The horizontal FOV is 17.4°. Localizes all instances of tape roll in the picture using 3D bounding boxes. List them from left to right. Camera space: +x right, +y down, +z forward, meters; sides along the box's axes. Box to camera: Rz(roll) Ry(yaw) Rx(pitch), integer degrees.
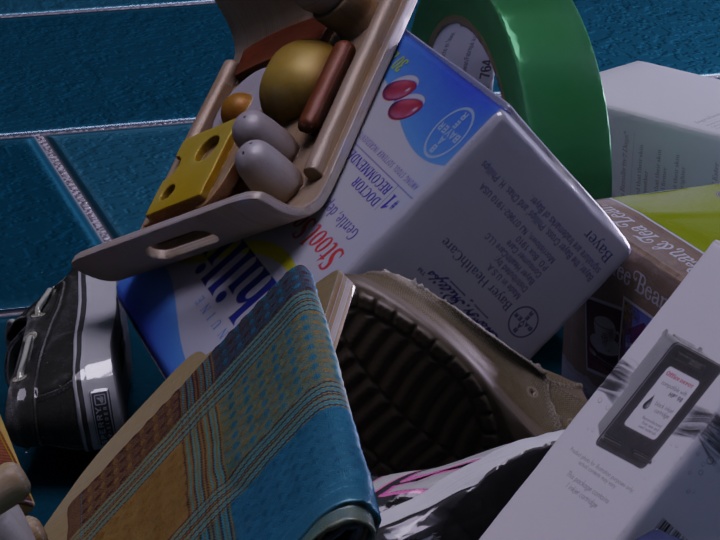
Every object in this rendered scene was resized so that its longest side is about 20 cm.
[{"bbox_3d":[0.079,-0.070,1.317,0.048,0.202,0.200,-6,22,-18],"label":"tape roll"}]

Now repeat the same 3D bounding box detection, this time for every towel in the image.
[{"bbox_3d":[-0.055,0.089,0.844,0.022,0.147,0.200,40,13,-20],"label":"towel"}]

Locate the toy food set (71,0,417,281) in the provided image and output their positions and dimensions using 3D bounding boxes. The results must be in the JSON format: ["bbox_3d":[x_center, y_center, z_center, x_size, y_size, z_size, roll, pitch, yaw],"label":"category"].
[{"bbox_3d":[-0.059,-0.088,1.153,0.143,0.060,0.201,-18,38,44],"label":"toy food set"}]

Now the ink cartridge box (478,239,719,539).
[{"bbox_3d":[0.150,0.074,0.912,0.200,0.116,0.067,-51,33,-5],"label":"ink cartridge box"}]

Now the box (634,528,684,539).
[{"bbox_3d":[0.108,0.194,0.735,0.199,0.124,0.198,19,28,40],"label":"box"}]

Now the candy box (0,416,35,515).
[{"bbox_3d":[-0.231,0.032,1.054,0.116,0.056,0.201,22,35,-50],"label":"candy box"}]

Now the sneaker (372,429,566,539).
[{"bbox_3d":[0.021,0.104,0.943,0.199,0.081,0.086,-13,21,-28],"label":"sneaker"}]

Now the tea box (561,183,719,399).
[{"bbox_3d":[0.221,0.046,1.110,0.195,0.135,0.200,-6,21,-20],"label":"tea box"}]

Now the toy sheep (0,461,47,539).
[{"bbox_3d":[-0.173,0.120,0.848,0.137,0.139,0.200,-5,6,-16],"label":"toy sheep"}]

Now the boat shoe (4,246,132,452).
[{"bbox_3d":[-0.152,0.037,1.208,0.063,0.071,0.200,-7,17,-2],"label":"boat shoe"}]

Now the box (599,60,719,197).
[{"bbox_3d":[0.204,-0.033,1.333,0.199,0.125,0.097,20,27,40],"label":"box"}]

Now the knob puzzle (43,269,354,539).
[{"bbox_3d":[-0.082,0.111,0.931,0.030,0.220,0.220,39,9,-21],"label":"knob puzzle"}]

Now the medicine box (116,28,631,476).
[{"bbox_3d":[0.000,0.000,1.129,0.200,0.103,0.182,-45,27,1],"label":"medicine box"}]

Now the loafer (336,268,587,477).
[{"bbox_3d":[0.057,0.070,1.029,0.200,0.076,0.068,42,27,-6],"label":"loafer"}]
